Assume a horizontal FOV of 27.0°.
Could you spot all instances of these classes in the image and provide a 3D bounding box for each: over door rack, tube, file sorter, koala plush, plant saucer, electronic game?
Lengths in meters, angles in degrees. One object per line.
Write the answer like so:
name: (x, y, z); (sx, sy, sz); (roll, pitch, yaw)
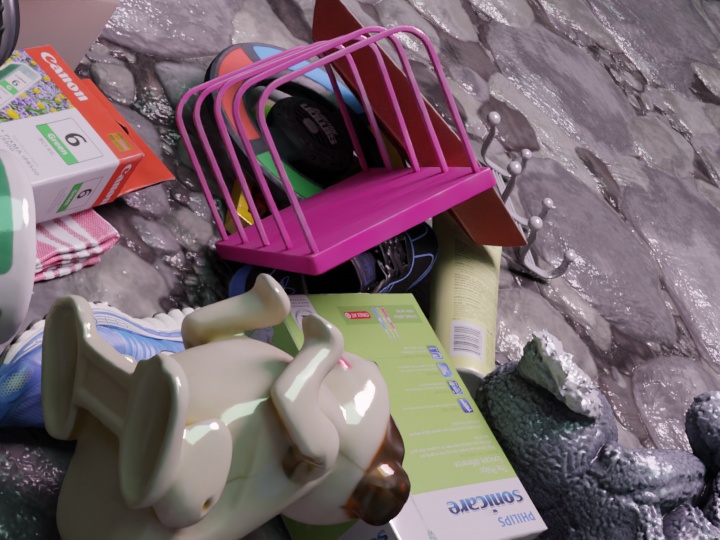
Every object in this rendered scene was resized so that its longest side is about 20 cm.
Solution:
over door rack: (0.103, -0.083, 1.355); (0.199, 0.067, 0.148); (18, 39, -35)
tube: (0.083, 0.025, 1.199); (0.052, 0.058, 0.201); (-4, 43, 10)
file sorter: (-0.030, -0.088, 1.024); (0.139, 0.200, 0.126); (-26, 103, -19)
koala plush: (0.157, 0.139, 1.072); (0.200, 0.177, 0.184); (44, 42, -7)
plant saucer: (0.041, -0.109, 1.168); (0.200, 0.037, 0.200); (52, 2, 24)
electronic game: (-0.040, -0.108, 1.211); (0.199, 0.042, 0.200); (29, 35, -23)

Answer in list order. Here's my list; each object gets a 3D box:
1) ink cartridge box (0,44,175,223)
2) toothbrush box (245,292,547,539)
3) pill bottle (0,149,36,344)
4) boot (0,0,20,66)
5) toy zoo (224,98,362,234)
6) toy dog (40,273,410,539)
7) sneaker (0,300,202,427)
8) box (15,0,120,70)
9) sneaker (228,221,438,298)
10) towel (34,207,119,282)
ink cartridge box: (-0.207, -0.093, 0.990); (0.109, 0.050, 0.200); (48, 34, 12)
toothbrush box: (0.010, 0.118, 1.005); (0.145, 0.086, 0.200); (-1, 52, -48)
pill bottle: (-0.284, -0.016, 0.797); (0.199, 0.113, 0.113); (2, 50, -31)
boot: (-0.216, -0.209, 1.014); (0.200, 0.065, 0.166); (-9, 81, -65)
toy zoo: (-0.042, -0.048, 1.198); (0.131, 0.020, 0.200); (32, 34, -18)
toy dog: (-0.060, 0.101, 0.839); (0.199, 0.195, 0.139); (-1, 9, -38)
sneaker: (-0.141, 0.073, 0.899); (0.200, 0.079, 0.089); (-3, 52, -49)
box: (-0.278, -0.203, 1.062); (0.199, 0.082, 0.069); (4, 48, -47)
sneaker: (0.000, 0.000, 1.101); (0.200, 0.078, 0.070); (-21, 98, -42)
towel: (-0.261, -0.050, 0.952); (0.147, 0.030, 0.200); (51, 33, 13)
